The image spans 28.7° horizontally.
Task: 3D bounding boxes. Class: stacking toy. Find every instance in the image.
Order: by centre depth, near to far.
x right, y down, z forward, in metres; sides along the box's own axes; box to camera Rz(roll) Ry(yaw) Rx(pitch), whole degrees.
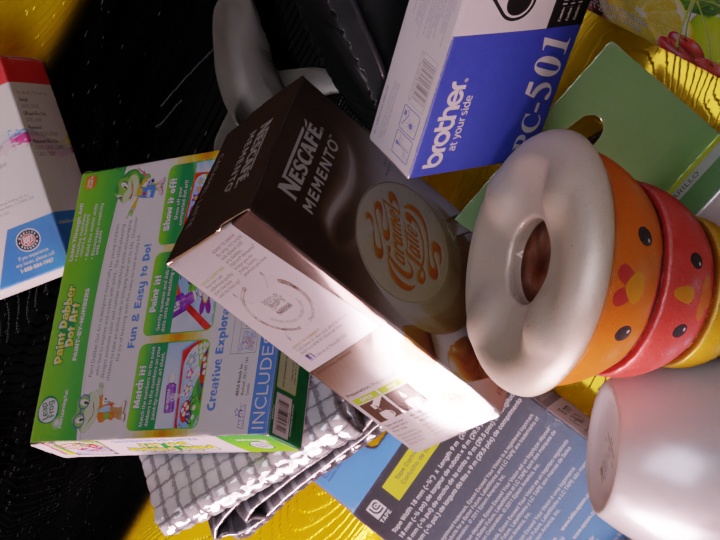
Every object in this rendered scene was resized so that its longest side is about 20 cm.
[{"bbox_3d":[0.171,0.007,0.792,0.199,0.146,0.147,9,100,-21],"label":"stacking toy"}]

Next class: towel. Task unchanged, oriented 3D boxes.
[{"bbox_3d":[-0.073,0.067,0.955,0.165,0.086,0.200,-35,55,18],"label":"towel"}]

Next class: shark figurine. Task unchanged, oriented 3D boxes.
[{"bbox_3d":[-0.041,-0.094,0.959,0.214,0.089,0.128,34,106,15],"label":"shark figurine"}]

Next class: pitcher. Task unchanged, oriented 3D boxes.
[{"bbox_3d":[0.241,0.127,0.813,0.199,0.172,0.122,6,119,-3],"label":"pitcher"}]

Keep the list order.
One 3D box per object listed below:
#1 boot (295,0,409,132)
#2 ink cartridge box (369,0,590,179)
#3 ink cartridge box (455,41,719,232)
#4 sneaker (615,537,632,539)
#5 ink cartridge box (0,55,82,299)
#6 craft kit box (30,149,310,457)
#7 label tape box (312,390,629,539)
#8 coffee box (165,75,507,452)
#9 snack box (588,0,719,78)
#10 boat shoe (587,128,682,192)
[{"bbox_3d":[0.036,-0.193,0.791,0.162,0.073,0.199,-32,121,-12],"label":"boot"},{"bbox_3d":[0.076,-0.147,0.746,0.044,0.094,0.200,49,137,36],"label":"ink cartridge box"},{"bbox_3d":[0.179,-0.023,0.853,0.200,0.048,0.146,32,107,-29],"label":"ink cartridge box"},{"bbox_3d":[0.209,0.218,0.876,0.199,0.076,0.105,-11,111,-13],"label":"sneaker"},{"bbox_3d":[-0.280,-0.083,1.048,0.116,0.067,0.201,-19,89,18],"label":"ink cartridge box"},{"bbox_3d":[-0.117,0.021,0.924,0.197,0.048,0.201,-4,68,30],"label":"craft kit box"},{"bbox_3d":[0.086,0.141,0.949,0.200,0.063,0.144,38,105,13],"label":"label tape box"},{"bbox_3d":[0.000,0.000,0.832,0.200,0.115,0.080,38,136,-23],"label":"coffee box"},{"bbox_3d":[0.179,-0.212,0.759,0.068,0.200,0.169,-36,50,-21],"label":"snack box"},{"bbox_3d":[0.124,-0.043,0.901,0.202,0.075,0.075,-42,123,17],"label":"boat shoe"}]
